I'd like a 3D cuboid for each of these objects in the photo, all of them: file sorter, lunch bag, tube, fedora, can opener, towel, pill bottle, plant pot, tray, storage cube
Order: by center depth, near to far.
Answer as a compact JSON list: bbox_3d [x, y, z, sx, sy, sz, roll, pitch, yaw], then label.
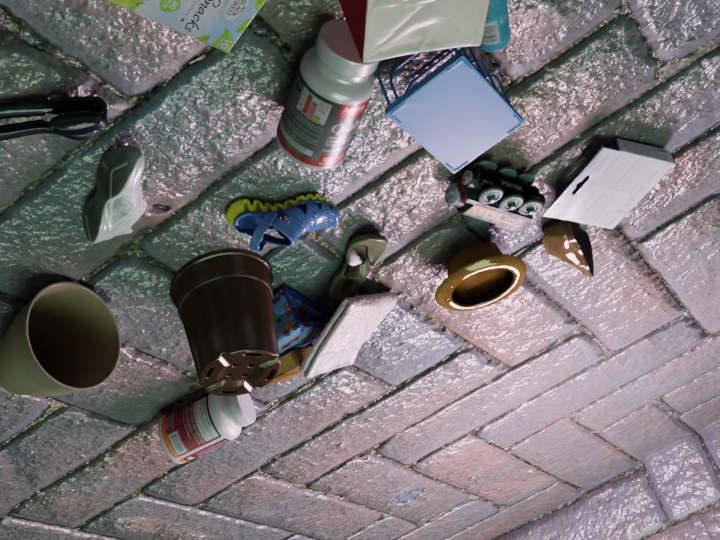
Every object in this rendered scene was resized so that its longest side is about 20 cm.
[{"bbox_3d":[0.061,-0.396,1.167,0.167,0.182,0.202,-10,146,-12],"label":"storage cube"},{"bbox_3d":[-0.447,-0.212,1.290,0.195,0.065,0.079,-3,171,-6],"label":"can opener"},{"bbox_3d":[0.178,-0.405,1.333,0.076,0.051,0.201,-23,141,-1],"label":"tube"},{"bbox_3d":[-0.045,-0.255,1.366,0.114,0.117,0.201,0,142,-25],"label":"pill bottle"},{"bbox_3d":[0.129,-0.272,1.420,0.138,0.124,0.199,-34,143,21],"label":"file sorter"},{"bbox_3d":[-0.554,0.144,1.638,0.198,0.191,0.186,-25,148,35],"label":"plant pot"},{"bbox_3d":[-0.236,0.105,1.696,0.196,0.201,0.202,-12,146,-8],"label":"plant pot"},{"bbox_3d":[-0.022,0.126,1.870,0.193,0.032,0.199,-56,159,18],"label":"towel"},{"bbox_3d":[-0.139,0.128,1.884,0.149,0.095,0.199,-34,154,18],"label":"lunch bag"},{"bbox_3d":[0.235,0.004,1.885,0.196,0.083,0.202,-10,149,-6],"label":"fedora"},{"bbox_3d":[-0.141,0.196,1.929,0.097,0.038,0.200,-29,172,12],"label":"tray"},{"bbox_3d":[-0.331,0.331,2.034,0.197,0.115,0.113,-26,145,11],"label":"pill bottle"}]

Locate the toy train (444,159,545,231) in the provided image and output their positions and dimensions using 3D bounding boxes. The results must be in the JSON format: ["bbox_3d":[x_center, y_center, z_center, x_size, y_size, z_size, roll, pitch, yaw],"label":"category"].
[{"bbox_3d":[0.246,-0.132,1.710,0.197,0.087,0.114,12,145,-36],"label":"toy train"}]

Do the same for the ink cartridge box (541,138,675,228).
[{"bbox_3d":[0.470,-0.168,1.798,0.196,0.044,0.197,8,139,-30],"label":"ink cartridge box"}]

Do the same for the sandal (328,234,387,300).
[{"bbox_3d":[0.001,0.001,1.789,0.078,0.058,0.202,0,141,-25],"label":"sandal"}]

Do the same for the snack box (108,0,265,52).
[{"bbox_3d":[-0.216,-0.374,1.177,0.198,0.054,0.142,16,134,-40],"label":"snack box"}]

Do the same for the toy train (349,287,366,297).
[{"bbox_3d":[-0.020,0.099,1.939,0.045,0.035,0.202,2,141,-11],"label":"toy train"}]

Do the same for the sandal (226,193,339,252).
[{"bbox_3d":[-0.127,-0.075,1.601,0.196,0.088,0.080,-9,143,-17],"label":"sandal"}]

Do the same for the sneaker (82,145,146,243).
[{"bbox_3d":[-0.368,-0.122,1.450,0.079,0.071,0.201,-9,150,-40],"label":"sneaker"}]

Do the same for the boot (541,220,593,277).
[{"bbox_3d":[0.434,-0.045,1.941,0.074,0.075,0.200,-13,146,27],"label":"boot"}]
